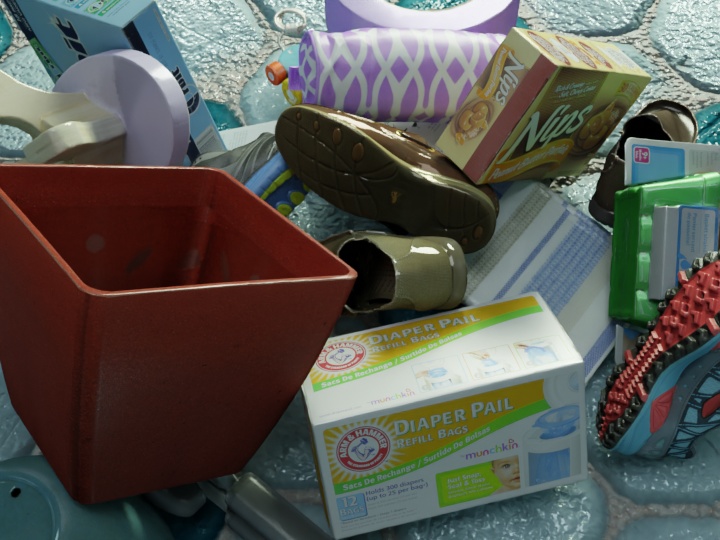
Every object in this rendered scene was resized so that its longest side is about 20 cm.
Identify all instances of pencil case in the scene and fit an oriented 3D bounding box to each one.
[{"bbox_3d":[0.042,-0.171,0.884,0.198,0.085,0.086,0,17,-16],"label":"pencil case"}]

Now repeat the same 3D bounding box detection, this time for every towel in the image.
[{"bbox_3d":[0.147,-0.004,0.865,0.199,0.024,0.147,38,65,8],"label":"towel"}]

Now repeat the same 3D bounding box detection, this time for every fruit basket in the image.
[{"bbox_3d":[0.306,-0.009,0.812,0.198,0.094,0.188,4,89,0],"label":"fruit basket"}]

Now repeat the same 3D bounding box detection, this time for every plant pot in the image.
[{"bbox_3d":[-0.151,0.045,0.711,0.198,0.178,0.200,-4,28,-39],"label":"plant pot"},{"bbox_3d":[-0.234,0.210,0.701,0.198,0.135,0.202,-2,54,3],"label":"plant pot"}]

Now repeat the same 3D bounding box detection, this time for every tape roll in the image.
[{"bbox_3d":[0.062,-0.282,1.014,0.198,0.066,0.202,1,55,-1],"label":"tape roll"}]

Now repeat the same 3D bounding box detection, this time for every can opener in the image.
[{"bbox_3d":[-0.090,0.187,0.758,0.199,0.053,0.066,30,52,20],"label":"can opener"}]

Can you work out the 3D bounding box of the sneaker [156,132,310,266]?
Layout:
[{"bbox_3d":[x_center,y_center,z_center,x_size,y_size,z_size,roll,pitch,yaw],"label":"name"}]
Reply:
[{"bbox_3d":[-0.130,-0.051,0.866,0.199,0.071,0.083,-38,46,-16],"label":"sneaker"}]

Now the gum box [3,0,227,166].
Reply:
[{"bbox_3d":[-0.229,-0.186,0.932,0.199,0.171,0.045,24,60,36],"label":"gum box"}]

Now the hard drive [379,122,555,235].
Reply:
[{"bbox_3d":[0.064,-0.094,0.921,0.199,0.038,0.140,37,62,6],"label":"hard drive"}]

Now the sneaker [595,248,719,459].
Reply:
[{"bbox_3d":[0.261,0.065,0.748,0.095,0.201,0.080,20,37,-13],"label":"sneaker"}]

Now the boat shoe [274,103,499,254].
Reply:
[{"bbox_3d":[0.024,-0.083,0.838,0.199,0.072,0.068,26,34,2],"label":"boat shoe"}]

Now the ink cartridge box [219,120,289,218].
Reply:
[{"bbox_3d":[-0.163,-0.055,0.951,0.198,0.057,0.164,-10,53,19],"label":"ink cartridge box"}]

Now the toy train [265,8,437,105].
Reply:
[{"bbox_3d":[0.003,-0.207,1.034,0.198,0.056,0.151,6,54,4],"label":"toy train"}]

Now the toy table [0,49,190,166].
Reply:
[{"bbox_3d":[-0.244,-0.101,0.834,0.117,0.200,0.185,-32,88,-42],"label":"toy table"}]

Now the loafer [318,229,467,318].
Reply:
[{"bbox_3d":[0.000,0.000,0.817,0.067,0.199,0.077,2,84,-38],"label":"loafer"}]

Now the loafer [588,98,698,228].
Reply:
[{"bbox_3d":[0.269,-0.110,0.916,0.072,0.072,0.200,20,41,17],"label":"loafer"}]

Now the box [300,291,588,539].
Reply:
[{"bbox_3d":[0.058,0.106,0.753,0.198,0.113,0.102,-13,30,-5],"label":"box"}]

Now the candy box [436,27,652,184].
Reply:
[{"bbox_3d":[0.162,-0.138,0.860,0.055,0.116,0.199,46,30,23],"label":"candy box"}]
